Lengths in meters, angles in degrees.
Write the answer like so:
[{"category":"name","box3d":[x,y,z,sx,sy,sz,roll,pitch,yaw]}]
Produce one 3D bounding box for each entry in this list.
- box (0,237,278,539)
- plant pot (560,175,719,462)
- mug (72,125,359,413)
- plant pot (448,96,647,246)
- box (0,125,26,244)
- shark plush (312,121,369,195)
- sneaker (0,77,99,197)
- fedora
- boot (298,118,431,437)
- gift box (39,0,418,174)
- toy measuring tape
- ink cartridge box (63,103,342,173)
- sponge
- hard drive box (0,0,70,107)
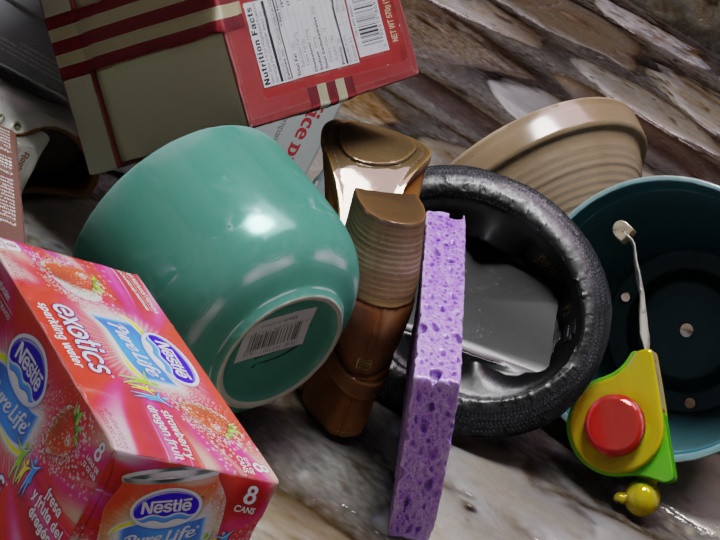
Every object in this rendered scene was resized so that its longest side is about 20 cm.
[{"category":"box","box3d":[-0.136,0.078,1.104,0.099,0.096,0.200,16,22,-36]},{"category":"plant pot","box3d":[0.233,0.042,1.628,0.199,0.201,0.188,33,3,14]},{"category":"mug","box3d":[-0.088,0.021,1.283,0.115,0.185,0.152,49,3,31]},{"category":"plant pot","box3d":[0.146,-0.038,1.709,0.200,0.201,0.093,5,49,-51]},{"category":"box","box3d":[-0.252,-0.033,1.271,0.100,0.075,0.200,23,17,-19]},{"category":"shark plush","box3d":[-0.023,-0.054,1.645,0.090,0.084,0.200,30,18,5]},{"category":"sneaker","box3d":[-0.253,-0.098,1.438,0.199,0.073,0.085,16,19,-38]},{"category":"fedora","box3d":[0.070,0.029,1.511,0.200,0.201,0.092,31,-15,7]},{"category":"boot","box3d":[0.000,0.000,1.413,0.076,0.156,0.200,7,26,-14]},{"category":"gift box","box3d":[-0.085,-0.162,1.410,0.186,0.186,0.199,-10,4,45]},{"category":"toy measuring tape","box3d":[0.170,0.069,1.511,0.073,0.202,0.074,-8,-9,-1]},{"category":"ink cartridge box","box3d":[-0.129,-0.151,1.647,0.199,0.146,0.145,18,21,-29]},{"category":"sponge","box3d":[0.042,0.060,1.341,0.030,0.112,0.200,8,30,0]},{"category":"hard drive box","box3d":[-0.265,-0.186,1.521,0.155,0.077,0.200,30,-5,-34]}]
